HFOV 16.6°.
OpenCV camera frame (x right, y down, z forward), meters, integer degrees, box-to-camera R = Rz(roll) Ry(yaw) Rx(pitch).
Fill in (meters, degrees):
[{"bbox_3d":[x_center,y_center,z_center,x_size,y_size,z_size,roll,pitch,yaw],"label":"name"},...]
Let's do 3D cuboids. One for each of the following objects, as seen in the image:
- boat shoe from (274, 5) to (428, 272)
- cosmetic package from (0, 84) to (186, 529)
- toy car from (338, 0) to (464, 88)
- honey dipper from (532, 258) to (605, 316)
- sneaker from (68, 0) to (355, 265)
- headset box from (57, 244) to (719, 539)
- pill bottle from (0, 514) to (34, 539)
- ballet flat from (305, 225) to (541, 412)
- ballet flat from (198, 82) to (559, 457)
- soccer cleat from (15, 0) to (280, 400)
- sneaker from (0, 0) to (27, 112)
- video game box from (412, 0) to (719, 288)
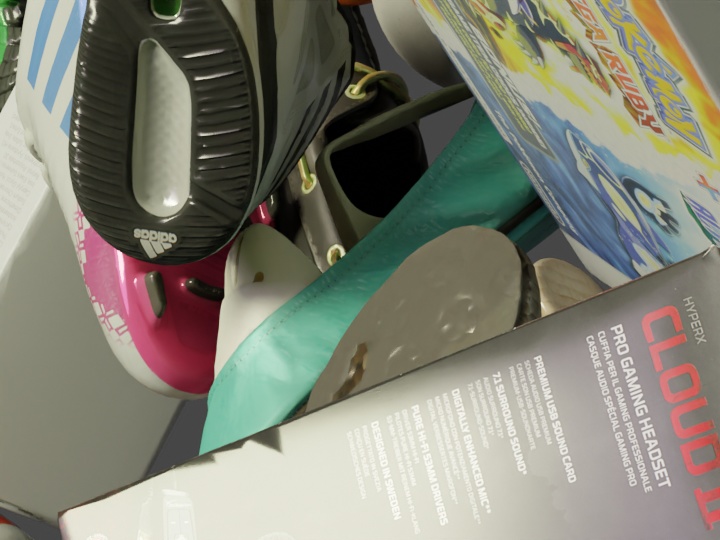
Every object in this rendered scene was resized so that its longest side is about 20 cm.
[{"bbox_3d":[-0.003,-0.034,0.860,0.060,0.072,0.202,-29,53,33],"label":"boat shoe"},{"bbox_3d":[-0.101,-0.008,0.941,0.201,0.101,0.074,-60,33,1],"label":"cosmetic package"},{"bbox_3d":[0.011,-0.165,0.811,0.200,0.149,0.176,97,170,-58],"label":"toy car"},{"bbox_3d":[0.009,0.073,0.800,0.200,0.038,0.038,-47,37,31],"label":"honey dipper"},{"bbox_3d":[-0.040,-0.109,0.739,0.115,0.075,0.202,-40,-40,-74],"label":"sneaker"},{"bbox_3d":[0.042,0.098,0.578,0.199,0.077,0.149,-22,63,16],"label":"headset box"},{"bbox_3d":[-0.221,0.103,0.943,0.200,0.112,0.113,31,94,23],"label":"pill bottle"},{"bbox_3d":[0.008,0.085,0.675,0.067,0.046,0.201,5,71,46],"label":"ballet flat"},{"bbox_3d":[0.000,0.000,0.763,0.200,0.070,0.067,-44,-10,-24],"label":"ballet flat"},{"bbox_3d":[-0.078,-0.040,0.837,0.086,0.070,0.201,-30,56,40],"label":"soccer cleat"},{"bbox_3d":[-0.160,-0.089,1.091,0.085,0.078,0.201,-39,42,32],"label":"sneaker"},{"bbox_3d":[0.078,-0.046,0.645,0.047,0.200,0.182,-42,33,-9],"label":"video game box"}]
